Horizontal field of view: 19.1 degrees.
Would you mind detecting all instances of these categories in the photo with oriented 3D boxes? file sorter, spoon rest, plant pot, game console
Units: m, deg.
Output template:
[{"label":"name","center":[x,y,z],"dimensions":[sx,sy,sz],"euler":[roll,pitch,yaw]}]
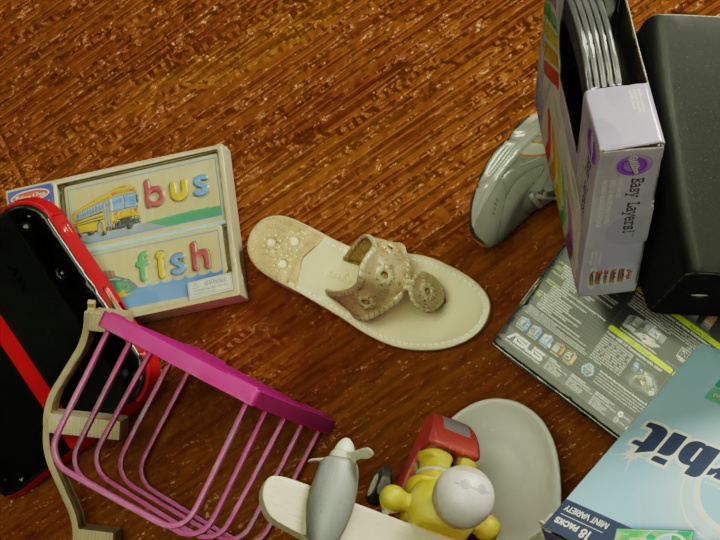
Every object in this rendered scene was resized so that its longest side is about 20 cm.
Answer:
[{"label":"file sorter","center":[-0.131,0.130,1.640],"dimensions":[0.138,0.200,0.126],"euler":[26,88,19]},{"label":"spoon rest","center":[0.130,0.188,1.630],"dimensions":[0.099,0.061,0.201],"euler":[-36,72,4]},{"label":"plant pot","center":[0.284,-0.065,1.544],"dimensions":[0.198,0.200,0.179],"euler":[3,76,-4]},{"label":"game console","center":[-0.277,0.060,1.762],"dimensions":[0.176,0.031,0.201],"euler":[-37,83,14]}]

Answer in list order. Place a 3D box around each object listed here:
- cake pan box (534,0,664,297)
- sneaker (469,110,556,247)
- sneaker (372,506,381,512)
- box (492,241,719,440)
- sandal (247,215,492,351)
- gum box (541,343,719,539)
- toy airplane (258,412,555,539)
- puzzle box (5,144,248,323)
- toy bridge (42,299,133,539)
[{"label":"cake pan box","center":[0.168,-0.109,1.526],"dimensions":[0.052,0.201,0.186],"euler":[-9,60,-5]},{"label":"sneaker","center":[0.167,-0.089,1.678],"dimensions":[0.092,0.076,0.200],"euler":[39,91,15]},{"label":"sneaker","center":[0.045,0.268,1.624],"dimensions":[0.075,0.078,0.201],"euler":[-38,71,5]},{"label":"box","center":[0.226,0.053,1.643],"dimensions":[0.199,0.044,0.161],"euler":[36,88,19]},{"label":"sandal","center":[-0.002,0.005,1.700],"dimensions":[0.210,0.070,0.078],"euler":[20,83,18]},{"label":"gum box","center":[0.254,0.155,1.494],"dimensions":[0.169,0.045,0.200],"euler":[21,54,39]},{"label":"toy airplane","center":[0.050,0.197,1.527],"dimensions":[0.200,0.199,0.141],"euler":[56,139,22]},{"label":"puzzle box","center":[-0.196,-0.022,1.782],"dimensions":[0.198,0.025,0.134],"euler":[-12,74,12]},{"label":"toy bridge","center":[-0.221,0.123,1.720],"dimensions":[0.067,0.027,0.202],"euler":[5,98,11]}]
